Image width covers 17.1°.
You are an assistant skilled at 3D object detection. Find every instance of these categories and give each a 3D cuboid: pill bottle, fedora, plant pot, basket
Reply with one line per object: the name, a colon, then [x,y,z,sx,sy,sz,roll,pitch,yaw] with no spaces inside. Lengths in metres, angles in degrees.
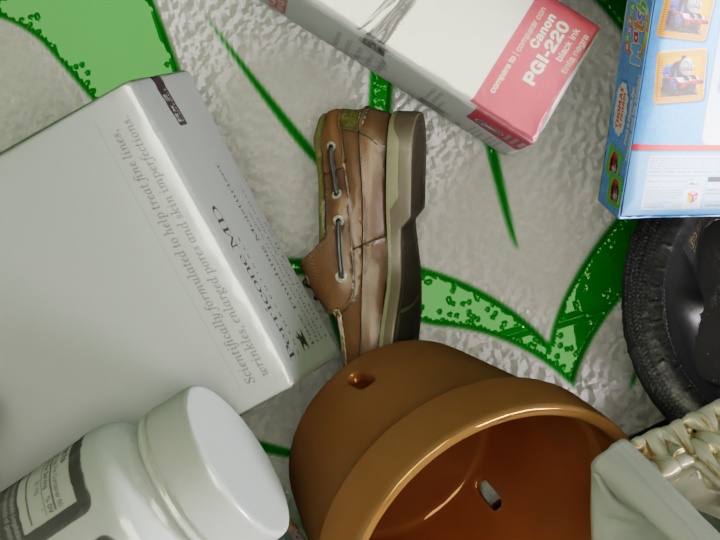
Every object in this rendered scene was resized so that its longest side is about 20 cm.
pill bottle: [-0.145,0.154,1.300,0.200,0.113,0.113,-33,91,13]
fedora: [0.238,0.033,1.453,0.200,0.092,0.201,3,69,-7]
plant pot: [0.049,0.131,1.393,0.199,0.140,0.201,-14,124,-22]
basket: [0.215,0.177,1.335,0.123,0.200,0.136,-28,49,-21]

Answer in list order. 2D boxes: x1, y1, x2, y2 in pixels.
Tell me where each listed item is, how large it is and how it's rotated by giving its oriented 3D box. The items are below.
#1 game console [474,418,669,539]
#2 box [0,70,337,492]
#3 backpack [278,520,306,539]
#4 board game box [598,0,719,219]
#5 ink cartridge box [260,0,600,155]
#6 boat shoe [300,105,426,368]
game console: [0.186,0.190,1.490,0.199,0.031,0.177,-26,90,-2]
box: [-0.152,0.017,1.402,0.200,0.131,0.199,-28,91,14]
backpack: [-0.099,0.221,1.419,0.177,0.151,0.200,-33,86,8]
board game box: [0.222,-0.129,1.364,0.151,0.037,0.201,-1,113,-20]
ink cartridge box: [0.031,-0.157,1.427,0.200,0.146,0.085,30,88,-3]
boat shoe: [0.000,0.000,1.469,0.068,0.072,0.201,4,89,12]
